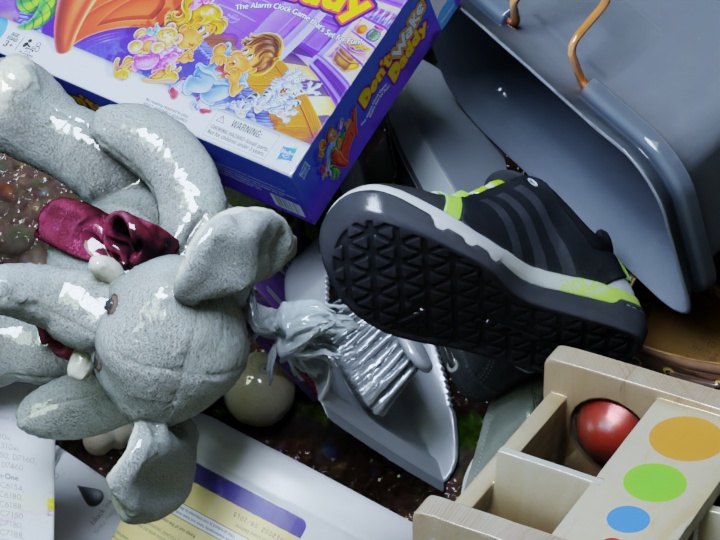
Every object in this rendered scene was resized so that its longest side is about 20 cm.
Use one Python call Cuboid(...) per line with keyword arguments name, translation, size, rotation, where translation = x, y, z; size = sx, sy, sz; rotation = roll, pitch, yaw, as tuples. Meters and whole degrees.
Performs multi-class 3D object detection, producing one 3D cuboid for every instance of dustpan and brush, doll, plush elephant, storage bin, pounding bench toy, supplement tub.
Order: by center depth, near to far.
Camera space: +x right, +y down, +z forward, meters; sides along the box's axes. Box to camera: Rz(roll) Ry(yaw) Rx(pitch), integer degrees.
Cuboid(name="plush elephant", translation=(-0.103, 0.016, 1.122), size=(0.200, 0.155, 0.165), rotation=(19, 100, 0))
Cuboid(name="pounding bench toy", translation=(0.116, 0.161, 1.161), size=(0.124, 0.200, 0.156), rotation=(16, 37, 25))
Cuboid(name="supplement tub", translation=(-0.067, 0.184, 1.211), size=(0.145, 0.145, 0.200), rotation=(25, 84, 30))
Cuboid(name="storage bin", translation=(0.138, -0.106, 1.239), size=(0.134, 0.146, 0.200), rotation=(-38, 53, -10))
Cuboid(name="dustpan and brush", translation=(0.000, 0.000, 1.300), size=(0.057, 0.140, 0.200), rotation=(-33, 56, 14))
Cuboid(name="doll", translation=(-0.133, 0.054, 1.345), size=(0.200, 0.049, 0.136), rotation=(9, 26, -4))

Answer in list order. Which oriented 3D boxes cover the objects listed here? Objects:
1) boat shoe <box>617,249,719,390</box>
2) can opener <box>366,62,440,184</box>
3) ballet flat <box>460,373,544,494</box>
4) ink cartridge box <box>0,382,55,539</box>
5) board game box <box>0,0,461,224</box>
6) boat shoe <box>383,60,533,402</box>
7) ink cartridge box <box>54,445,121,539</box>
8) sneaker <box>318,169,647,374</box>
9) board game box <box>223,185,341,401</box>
Cuboid(name="boat shoe", translation=(0.140, 0.014, 1.288), size=(0.200, 0.068, 0.072), rotation=(32, 76, 32))
Cuboid(name="can opener", translation=(0.059, -0.085, 1.384), size=(0.066, 0.053, 0.200), rotation=(30, 75, 32))
Cuboid(name="ballet flat", translation=(0.064, 0.140, 1.258), size=(0.064, 0.067, 0.200), rotation=(-4, 55, 51))
Cuboid(name="ink cartridge box", translation=(-0.197, 0.125, 1.236), size=(0.115, 0.068, 0.200), rotation=(-43, 43, 50))
Cuboid(name="board game box", translation=(-0.073, -0.120, 1.217), size=(0.200, 0.045, 0.135), rotation=(23, 69, 26))
Cuboid(name="boat shoe", translation=(0.044, -0.023, 1.302), size=(0.057, 0.069, 0.200), rotation=(-42, 49, 28))
Cuboid(name="ink cartridge box", translation=(-0.187, 0.144, 1.336), size=(0.200, 0.067, 0.116), rotation=(30, 76, 31))
Cuboid(name="sneaker", translation=(0.054, -0.010, 1.187), size=(0.072, 0.200, 0.083), rotation=(-31, 52, 33))
Cuboid(name="board game box", translation=(-0.053, -0.029, 1.305), size=(0.032, 0.200, 0.120), rotation=(-16, 56, 16))
